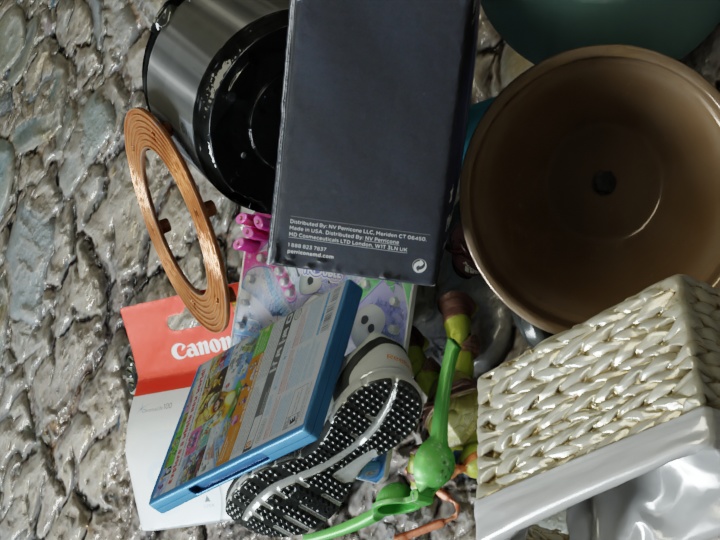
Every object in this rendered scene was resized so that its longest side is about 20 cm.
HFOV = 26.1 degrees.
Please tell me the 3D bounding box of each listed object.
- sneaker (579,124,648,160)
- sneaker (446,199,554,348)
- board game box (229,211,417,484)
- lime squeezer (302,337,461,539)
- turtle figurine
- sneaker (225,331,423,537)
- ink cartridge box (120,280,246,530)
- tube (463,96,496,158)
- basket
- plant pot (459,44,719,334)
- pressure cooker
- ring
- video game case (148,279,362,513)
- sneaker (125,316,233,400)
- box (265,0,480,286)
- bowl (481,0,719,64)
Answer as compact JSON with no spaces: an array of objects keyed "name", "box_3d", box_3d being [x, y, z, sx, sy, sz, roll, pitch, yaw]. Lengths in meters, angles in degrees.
[{"name":"sneaker","box_3d":[0.175,-0.171,1.177,0.078,0.079,0.202,-14,75,0]},{"name":"sneaker","box_3d":[0.114,-0.003,1.191,0.115,0.075,0.201,-41,36,41]},{"name":"board game box","box_3d":[-0.043,0.056,1.263,0.199,0.026,0.202,8,89,44]},{"name":"lime squeezer","box_3d":[0.028,0.150,1.154,0.071,0.038,0.201,42,107,24]},{"name":"turtle figurine","box_3d":[0.067,0.106,1.199,0.200,0.064,0.162,-46,44,29]},{"name":"sneaker","box_3d":[-0.027,0.127,1.177,0.200,0.074,0.080,-41,27,23]},{"name":"ink cartridge box","box_3d":[-0.140,0.121,1.367,0.159,0.047,0.202,-12,93,29]},{"name":"tube","box_3d":[0.044,-0.088,1.220,0.198,0.077,0.051,-22,72,3]},{"name":"basket","box_3d":[0.179,0.104,1.005,0.199,0.135,0.124,-32,50,39]},{"name":"plant pot","box_3d":[0.170,-0.057,1.081,0.202,0.200,0.093,-62,-1,12]},{"name":"pressure cooker","box_3d":[-0.090,-0.157,1.302,0.200,0.177,0.177,39,109,55]},{"name":"ring","box_3d":[-0.150,-0.043,1.302,0.201,0.019,0.201,52,155,37]},{"name":"video game case","box_3d":[-0.083,0.100,1.204,0.199,0.018,0.144,-30,33,42]},{"name":"sneaker","box_3d":[-0.117,0.079,1.428,0.198,0.090,0.079,-7,94,29]},{"name":"box","box_3d":[0.015,-0.121,1.067,0.200,0.122,0.200,-74,-10,-68]},{"name":"bowl","box_3d":[0.173,-0.245,1.097,0.199,0.105,0.203,-2,79,10]}]
